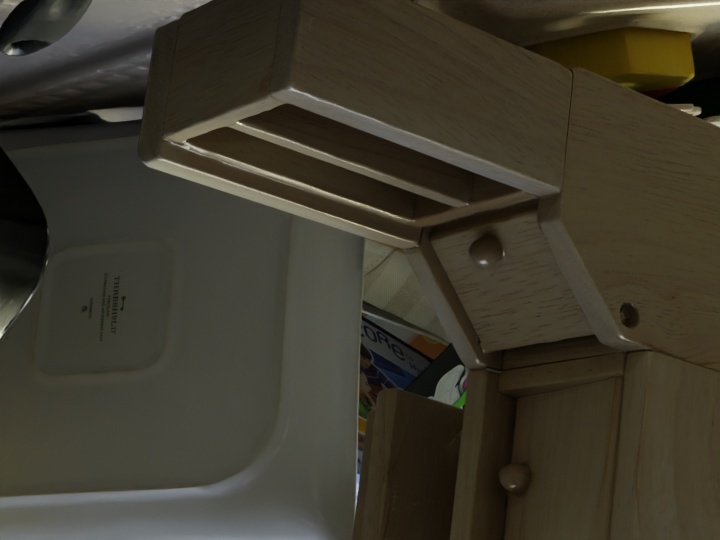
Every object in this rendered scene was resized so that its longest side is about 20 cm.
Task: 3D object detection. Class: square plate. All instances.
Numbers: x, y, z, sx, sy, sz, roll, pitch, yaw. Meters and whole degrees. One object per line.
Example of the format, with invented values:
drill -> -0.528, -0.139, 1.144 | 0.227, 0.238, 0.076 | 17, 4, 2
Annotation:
square plate -> -0.095, 0.022, 0.775 | 0.196, 0.201, 0.028 | -5, 153, 15

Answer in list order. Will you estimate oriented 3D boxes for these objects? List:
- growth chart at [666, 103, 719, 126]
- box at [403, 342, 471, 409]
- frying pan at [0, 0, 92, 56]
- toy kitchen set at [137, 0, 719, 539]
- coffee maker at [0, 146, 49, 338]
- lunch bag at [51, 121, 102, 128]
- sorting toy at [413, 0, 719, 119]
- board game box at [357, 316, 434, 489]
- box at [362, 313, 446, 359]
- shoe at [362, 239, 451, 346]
growth chart -> 0.109, -0.042, 0.726 | 0.199, 0.018, 0.144 | 1, 169, -37
box -> 0.142, 0.088, 0.854 | 0.149, 0.200, 0.124 | -46, 153, 21
frying pan -> -0.053, -0.090, 0.538 | 0.114, 0.031, 0.190 | -1, 176, -3
toy kitchen set -> -0.003, 0.046, 0.612 | 0.180, 0.202, 0.163 | 17, 161, -34
coffee maker -> -0.192, 0.002, 0.595 | 0.134, 0.193, 0.200 | -22, 168, 18
lunch bag -> -0.174, 0.045, 0.886 | 0.169, 0.202, 0.127 | -3, 173, 16
sorting toy -> 0.110, -0.070, 0.712 | 0.198, 0.037, 0.185 | 0, 172, -9
board game box -> 0.026, 0.085, 0.905 | 0.199, 0.136, 0.034 | 32, 114, -28
box -> 0.026, 0.030, 1.116 | 0.198, 0.126, 0.097 | 0, 172, -14
shoe -> 0.000, 0.000, 0.948 | 0.199, 0.054, 0.070 | 19, 179, -3
